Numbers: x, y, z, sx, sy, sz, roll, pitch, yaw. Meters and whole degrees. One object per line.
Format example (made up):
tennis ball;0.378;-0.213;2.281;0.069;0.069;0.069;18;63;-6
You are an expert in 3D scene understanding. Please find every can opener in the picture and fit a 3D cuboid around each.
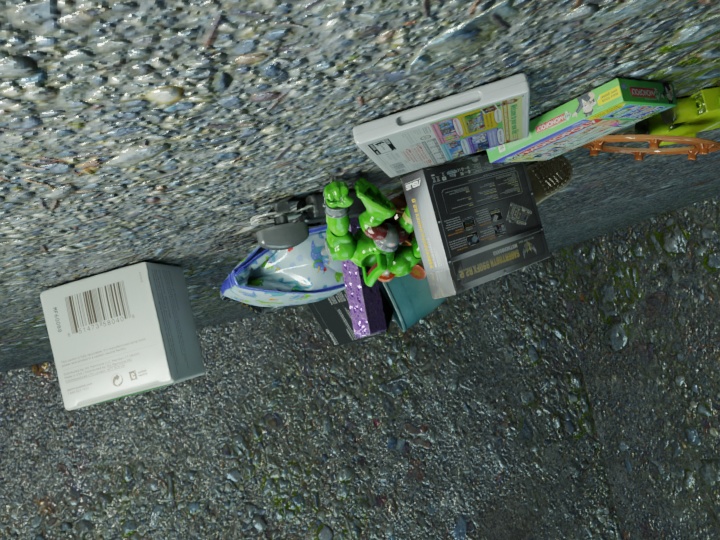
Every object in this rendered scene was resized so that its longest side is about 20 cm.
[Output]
can opener;-0.061;-0.068;1.023;0.196;0.069;0.053;-10;175;-35

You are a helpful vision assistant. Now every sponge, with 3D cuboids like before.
sponge;0.000;0.000;1.160;0.029;0.206;0.111;-12;175;16

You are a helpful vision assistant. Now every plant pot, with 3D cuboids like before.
plant pot;0.128;-0.001;1.606;0.184;0.204;0.200;-27;175;-3

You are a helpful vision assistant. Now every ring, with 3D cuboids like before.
ring;0.413;-0.175;1.069;0.194;0.020;0.200;4;-175;0

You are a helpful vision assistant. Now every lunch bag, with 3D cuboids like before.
lunch bag;-0.129;0.000;1.224;0.195;0.131;0.170;-16;176;-19

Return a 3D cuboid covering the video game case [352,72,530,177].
video game case;0.097;-0.153;0.814;0.177;0.023;0.200;-15;174;12

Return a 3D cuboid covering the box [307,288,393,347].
box;-0.037;0.048;1.543;0.138;0.203;0.080;-16;-152;25

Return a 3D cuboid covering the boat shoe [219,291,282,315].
boat shoe;-0.264;0.070;1.801;0.197;0.094;0.070;-17;173;35

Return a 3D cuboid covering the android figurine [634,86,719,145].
android figurine;0.491;-0.221;1.036;0.194;0.042;0.182;-11;174;-16

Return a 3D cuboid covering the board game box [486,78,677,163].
board game box;0.271;-0.182;0.922;0.132;0.030;0.198;-11;174;-40

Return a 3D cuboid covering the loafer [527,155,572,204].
loafer;0.250;-0.117;1.198;0.196;0.078;0.068;-24;172;13

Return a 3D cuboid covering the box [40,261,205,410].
box;-0.397;0.109;1.260;0.193;0.206;0.171;-15;177;6

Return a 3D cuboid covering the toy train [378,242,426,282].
toy train;0.044;-0.030;1.264;0.195;0.057;0.151;-5;143;28

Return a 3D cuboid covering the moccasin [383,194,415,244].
moccasin;0.099;-0.058;1.115;0.076;0.075;0.200;-25;-137;-30

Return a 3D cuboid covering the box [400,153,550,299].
box;0.157;-0.068;0.985;0.196;0.163;0.048;-18;-177;-36

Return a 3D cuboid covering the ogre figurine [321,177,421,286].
ogre figurine;0.027;-0.051;1.000;0.196;0.099;0.121;-3;139;-39
